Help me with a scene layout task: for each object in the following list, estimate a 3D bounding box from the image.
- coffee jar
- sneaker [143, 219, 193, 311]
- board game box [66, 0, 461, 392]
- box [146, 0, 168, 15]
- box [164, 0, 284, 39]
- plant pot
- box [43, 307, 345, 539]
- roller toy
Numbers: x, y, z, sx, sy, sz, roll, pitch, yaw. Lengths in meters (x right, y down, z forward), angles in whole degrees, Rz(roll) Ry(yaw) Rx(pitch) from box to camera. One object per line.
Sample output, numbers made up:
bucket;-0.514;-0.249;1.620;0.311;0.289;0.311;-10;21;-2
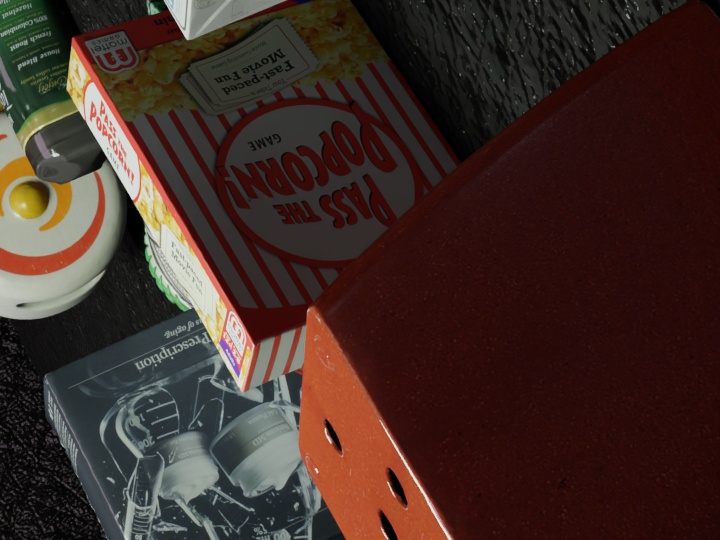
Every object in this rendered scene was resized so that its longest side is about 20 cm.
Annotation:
coffee jar;-0.287;-0.179;1.692;0.200;0.085;0.104;63;164;6
sneaker;-0.129;-0.053;1.388;0.200;0.078;0.085;64;163;6
board game box;-0.037;-0.052;0.959;0.200;0.151;0.046;57;152;24
box;-0.087;-0.086;1.233;0.200;0.036;0.145;-134;30;-58
box;-0.077;-0.223;0.911;0.200;0.117;0.060;61;163;18
plant pot;0.085;0.060;0.697;0.200;0.176;0.200;58;163;23
box;-0.086;0.122;1.286;0.182;0.200;0.104;61;163;13
roller toy;-0.311;-0.055;1.778;0.182;0.200;0.140;23;165;-7
